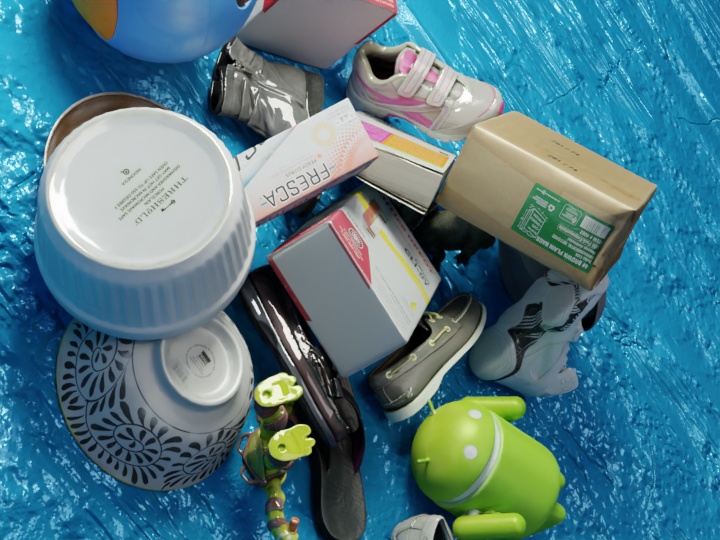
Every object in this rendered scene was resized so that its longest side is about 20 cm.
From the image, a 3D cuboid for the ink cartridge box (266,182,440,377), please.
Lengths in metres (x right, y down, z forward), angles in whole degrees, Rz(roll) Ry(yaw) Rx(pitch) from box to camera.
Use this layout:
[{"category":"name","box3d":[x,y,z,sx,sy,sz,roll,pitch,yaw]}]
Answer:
[{"category":"ink cartridge box","box3d":[0.000,0.000,1.152,0.146,0.083,0.200,56,21,-7]}]

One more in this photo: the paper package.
[{"category":"paper package","box3d":[0.209,-0.084,1.221,0.199,0.104,0.190,31,22,14]}]

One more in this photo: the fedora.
[{"category":"fedora","box3d":[0.229,-0.013,1.381,0.090,0.177,0.202,-14,86,-14]}]

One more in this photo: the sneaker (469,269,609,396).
[{"category":"sneaker","box3d":[0.233,0.076,1.307,0.115,0.200,0.075,32,27,-33]}]

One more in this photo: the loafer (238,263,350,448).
[{"category":"loafer","box3d":[-0.056,0.078,1.098,0.063,0.072,0.201,-28,73,-11]}]

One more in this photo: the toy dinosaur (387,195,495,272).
[{"category":"toy dinosaur","box3d":[0.118,-0.046,1.295,0.198,0.102,0.078,8,69,2]}]

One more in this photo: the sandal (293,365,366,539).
[{"category":"sandal","box3d":[-0.020,0.175,1.131,0.075,0.048,0.202,2,69,-40]}]

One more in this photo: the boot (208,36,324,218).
[{"category":"boot","box3d":[-0.107,-0.156,1.204,0.131,0.070,0.201,17,50,-31]}]

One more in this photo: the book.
[{"category":"book","box3d":[0.035,-0.131,1.227,0.133,0.048,0.200,26,17,3]}]

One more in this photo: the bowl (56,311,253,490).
[{"category":"bowl","box3d":[-0.168,0.093,1.010,0.200,0.094,0.202,19,59,-34]}]

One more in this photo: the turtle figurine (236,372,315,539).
[{"category":"turtle figurine","box3d":[-0.083,0.162,1.031,0.064,0.162,0.201,3,57,-8]}]

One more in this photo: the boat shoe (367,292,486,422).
[{"category":"boat shoe","box3d":[0.077,0.083,1.241,0.060,0.072,0.202,54,50,-15]}]

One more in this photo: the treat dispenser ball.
[{"category":"treat dispenser ball","box3d":[-0.196,-0.309,1.092,0.200,0.200,0.202,18,60,-34]}]

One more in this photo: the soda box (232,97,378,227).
[{"category":"soda box","box3d":[-0.084,-0.091,1.079,0.199,0.064,0.069,-29,90,-13]}]

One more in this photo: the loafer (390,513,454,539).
[{"category":"loafer","box3d":[0.084,0.352,1.126,0.070,0.070,0.202,-5,74,-42]}]

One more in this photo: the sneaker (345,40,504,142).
[{"category":"sneaker","box3d":[0.071,-0.215,1.289,0.198,0.088,0.082,14,65,14]}]

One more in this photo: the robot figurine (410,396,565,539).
[{"category":"robot figurine","box3d":[0.137,0.219,1.199,0.199,0.115,0.176,35,44,-26]}]

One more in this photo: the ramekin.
[{"category":"ramekin","box3d":[-0.189,-0.050,0.957,0.200,0.094,0.204,3,63,-6]}]

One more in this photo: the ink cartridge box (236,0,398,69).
[{"category":"ink cartridge box","box3d":[-0.063,-0.368,1.272,0.144,0.145,0.202,9,66,-38]}]

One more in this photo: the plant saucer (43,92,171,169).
[{"category":"plant saucer","box3d":[-0.223,-0.078,1.083,0.199,0.032,0.202,18,61,-35]}]
